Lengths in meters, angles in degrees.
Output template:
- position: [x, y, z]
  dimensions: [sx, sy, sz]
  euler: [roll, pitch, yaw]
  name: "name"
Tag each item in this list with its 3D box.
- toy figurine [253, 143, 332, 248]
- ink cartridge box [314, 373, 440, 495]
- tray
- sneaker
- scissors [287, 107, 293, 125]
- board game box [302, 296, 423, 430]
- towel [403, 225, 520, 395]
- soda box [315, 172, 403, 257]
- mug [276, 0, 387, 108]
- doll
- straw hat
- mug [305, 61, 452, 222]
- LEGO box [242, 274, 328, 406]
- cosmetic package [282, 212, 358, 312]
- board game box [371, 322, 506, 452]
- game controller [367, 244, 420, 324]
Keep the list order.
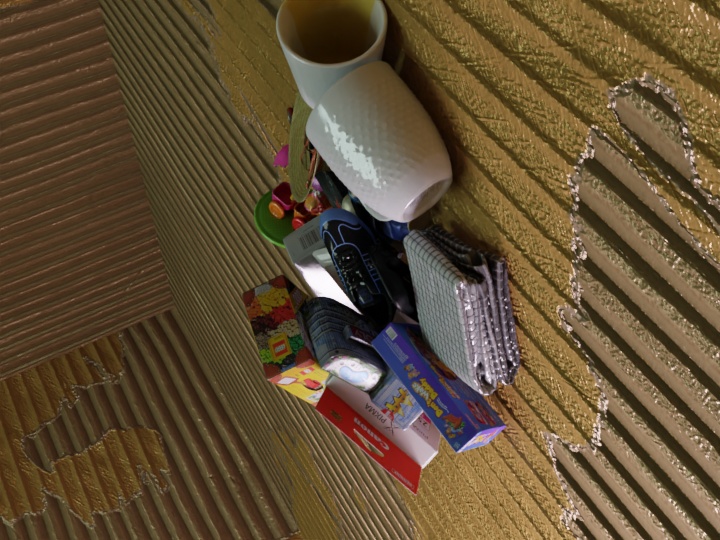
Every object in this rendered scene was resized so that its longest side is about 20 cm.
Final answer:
- position: [-0.088, -0.139, 1.767]
  dimensions: [0.199, 0.150, 0.185]
  euler: [36, 144, 19]
  name: "toy figurine"
- position: [0.031, 0.220, 1.526]
  dimensions: [0.199, 0.044, 0.174]
  euler: [41, -164, -4]
  name: "ink cartridge box"
- position: [0.014, 0.035, 1.621]
  dimensions: [0.106, 0.022, 0.201]
  euler: [-14, 127, 38]
  name: "tray"
- position: [0.000, 0.000, 1.519]
  dimensions: [0.201, 0.069, 0.078]
  euler: [54, -156, -30]
  name: "sneaker"
- position: [-0.101, -0.238, 1.803]
  dimensions: [0.200, 0.014, 0.074]
  euler: [-130, 28, -65]
  name: "scissors"
- position: [0.021, 0.136, 1.532]
  dimensions: [0.199, 0.062, 0.201]
  euler: [31, -161, -31]
  name: "board game box"
- position: [0.139, 0.047, 1.388]
  dimensions: [0.166, 0.085, 0.203]
  euler: [42, 151, 56]
  name: "towel"
- position: [-0.002, -0.104, 1.640]
  dimensions: [0.202, 0.063, 0.071]
  euler: [61, 162, 22]
  name: "soda box"
- position: [-0.026, -0.308, 1.413]
  dimensions: [0.148, 0.188, 0.154]
  euler: [23, 156, 14]
  name: "mug"
- position: [0.036, -0.076, 1.513]
  dimensions: [0.199, 0.049, 0.137]
  euler: [23, 157, 50]
  name: "doll"
- position: [-0.050, -0.194, 1.572]
  dimensions: [0.201, 0.084, 0.205]
  euler: [-177, 90, -74]
  name: "straw hat"
- position: [0.030, -0.146, 1.364]
  dimensions: [0.176, 0.147, 0.201]
  euler: [52, 153, 16]
  name: "mug"
- position: [-0.098, 0.115, 1.622]
  dimensions: [0.151, 0.076, 0.200]
  euler: [70, -169, 24]
  name: "LEGO box"
- position: [-0.037, 0.006, 1.700]
  dimensions: [0.201, 0.101, 0.074]
  euler: [58, -177, -43]
  name: "cosmetic package"
- position: [0.115, 0.166, 1.485]
  dimensions: [0.201, 0.045, 0.134]
  euler: [51, -163, 20]
  name: "board game box"
- position: [0.063, 0.026, 1.505]
  dimensions: [0.200, 0.042, 0.106]
  euler: [33, -143, -67]
  name: "game controller"
